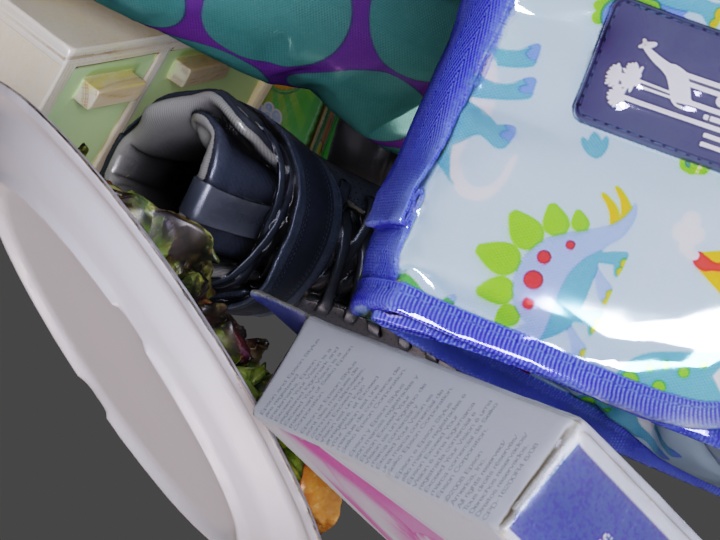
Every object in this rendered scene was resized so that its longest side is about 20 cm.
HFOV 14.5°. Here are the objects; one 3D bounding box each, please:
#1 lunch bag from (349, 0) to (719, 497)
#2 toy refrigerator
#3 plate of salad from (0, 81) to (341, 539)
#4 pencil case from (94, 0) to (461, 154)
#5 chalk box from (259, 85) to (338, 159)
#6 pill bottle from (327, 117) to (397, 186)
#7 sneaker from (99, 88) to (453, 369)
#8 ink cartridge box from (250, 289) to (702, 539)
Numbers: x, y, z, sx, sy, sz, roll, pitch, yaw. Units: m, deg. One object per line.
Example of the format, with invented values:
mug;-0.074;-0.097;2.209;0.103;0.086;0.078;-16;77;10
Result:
lunch bag;0.110;-0.029;0.774;0.200;0.171;0.127;25;170;-21
toy refrigerator;-0.096;-0.076;1.057;0.070;0.076;0.200;38;-159;14
plate of salad;-0.061;0.018;0.904;0.200;0.048;0.200;51;166;18
pencil case;-0.027;-0.099;0.980;0.200;0.085;0.092;25;142;-27
chalk box;-0.070;-0.066;1.228;0.199;0.125;0.124;19;174;1
pill bottle;0.092;-0.026;1.105;0.199;0.112;0.112;19;173;12
sneaker;-0.001;0.001;1.000;0.202;0.077;0.146;24;179;23
ink cartridge box;0.061;0.095;0.794;0.196;0.043;0.200;45;168;-25
